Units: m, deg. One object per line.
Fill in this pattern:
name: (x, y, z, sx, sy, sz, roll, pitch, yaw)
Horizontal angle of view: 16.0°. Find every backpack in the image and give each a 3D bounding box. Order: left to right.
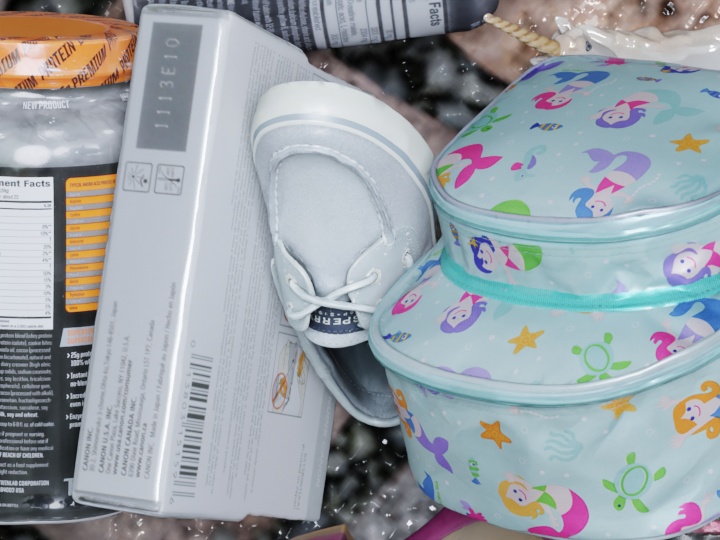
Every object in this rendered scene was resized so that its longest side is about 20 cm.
backpack: (0.103, 0.011, 1.009, 0.177, 0.151, 0.200, 10, 43, 38)

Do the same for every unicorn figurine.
unicorn figurine: (0.172, -0.083, 1.122, 0.199, 0.074, 0.138, -27, 62, -16)

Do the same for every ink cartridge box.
ink cartridge box: (-0.053, 0.004, 1.082, 0.043, 0.173, 0.201, 6, 85, 20)

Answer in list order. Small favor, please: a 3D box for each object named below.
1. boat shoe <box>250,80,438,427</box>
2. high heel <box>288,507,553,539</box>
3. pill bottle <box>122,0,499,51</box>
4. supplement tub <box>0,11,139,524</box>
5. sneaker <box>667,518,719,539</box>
boat shoe: (-0.001, 0.000, 1.056, 0.070, 0.201, 0.072, 0, 59, 14)
high heel: (0.040, 0.139, 1.067, 0.199, 0.097, 0.067, -23, 127, 32)
pill bottle: (-0.004, -0.151, 1.118, 0.199, 0.106, 0.107, -6, 85, 1)
supplement tub: (-0.140, -0.004, 1.081, 0.122, 0.123, 0.201, 3, 102, 3)
sneaker: (0.149, 0.107, 1.114, 0.083, 0.077, 0.201, 29, 91, -13)
